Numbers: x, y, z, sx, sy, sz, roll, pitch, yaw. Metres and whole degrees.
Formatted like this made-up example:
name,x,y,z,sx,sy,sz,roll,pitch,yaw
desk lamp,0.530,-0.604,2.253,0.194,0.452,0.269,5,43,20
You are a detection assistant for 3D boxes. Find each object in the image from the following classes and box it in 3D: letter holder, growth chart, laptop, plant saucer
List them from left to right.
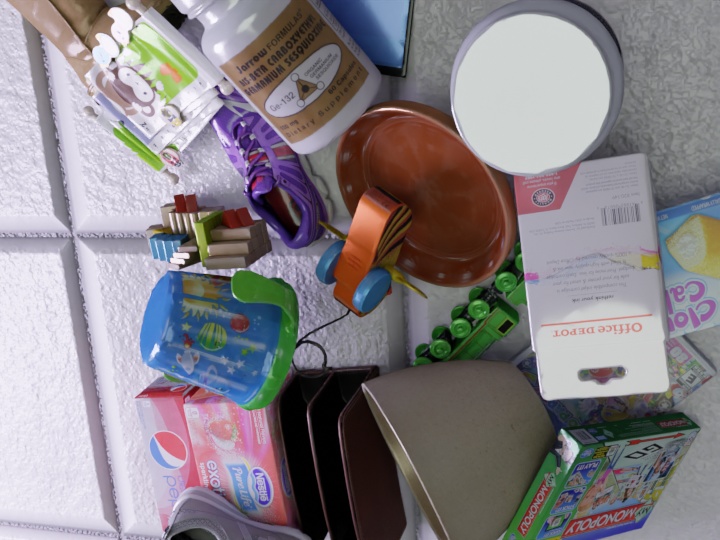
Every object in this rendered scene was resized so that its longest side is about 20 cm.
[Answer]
name,x,y,z,sx,sy,sz,roll,pitch,yaw
growth chart,-0.211,-0.177,0.916,0.144,0.018,0.200,35,142,-13
laptop,-0.041,-0.287,0.849,0.175,0.200,0.104,10,73,12
letter holder,-0.027,0.225,0.986,0.100,0.142,0.202,-6,106,18
plant saucer,0.063,-0.074,0.884,0.199,0.032,0.202,26,139,25

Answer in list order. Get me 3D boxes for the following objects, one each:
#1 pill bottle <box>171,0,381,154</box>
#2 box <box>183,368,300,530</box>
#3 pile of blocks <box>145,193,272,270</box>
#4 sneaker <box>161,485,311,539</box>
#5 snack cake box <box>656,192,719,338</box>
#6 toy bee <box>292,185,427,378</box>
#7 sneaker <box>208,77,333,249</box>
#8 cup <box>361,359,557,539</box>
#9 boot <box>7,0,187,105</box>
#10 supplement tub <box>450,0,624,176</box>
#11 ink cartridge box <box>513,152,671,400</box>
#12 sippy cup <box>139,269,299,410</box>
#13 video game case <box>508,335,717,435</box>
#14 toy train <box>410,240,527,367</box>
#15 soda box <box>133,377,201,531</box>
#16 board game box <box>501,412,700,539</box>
name,x,y,z,sx,sy,sz,roll,pitch,yaw
pill bottle,-0.082,-0.216,0.847,0.114,0.115,0.200,-34,116,23
box,-0.119,0.222,1.037,0.102,0.095,0.202,-4,106,16
pile of blocks,-0.176,-0.045,0.949,0.199,0.082,0.063,8,113,45
sneaker,-0.121,0.309,0.969,0.198,0.082,0.075,22,112,7
snack cake box,0.298,0.000,0.842,0.198,0.067,0.116,-17,83,18
toy bee,0.000,0.000,0.925,0.200,0.108,0.131,-42,79,32
sneaker,-0.097,-0.112,0.932,0.080,0.083,0.201,-33,95,23
cup,0.108,0.167,0.900,0.142,0.200,0.202,-28,99,-6
boot,-0.290,-0.296,0.940,0.175,0.066,0.200,-39,93,25
supplement tub,0.154,-0.161,0.780,0.139,0.200,0.142,5,108,15
ink cartridge box,0.206,0.008,0.803,0.115,0.067,0.202,-6,86,20
sippy cup,-0.148,0.061,0.919,0.129,0.140,0.179,17,108,-27
video game case,0.239,0.114,0.940,0.143,0.018,0.200,45,114,-1
toy train,0.128,0.050,0.943,0.056,0.042,0.200,37,114,-9
soda box,-0.208,0.229,1.083,0.069,0.063,0.202,-4,105,17
board game box,0.238,0.206,0.886,0.029,0.199,0.136,42,120,42
